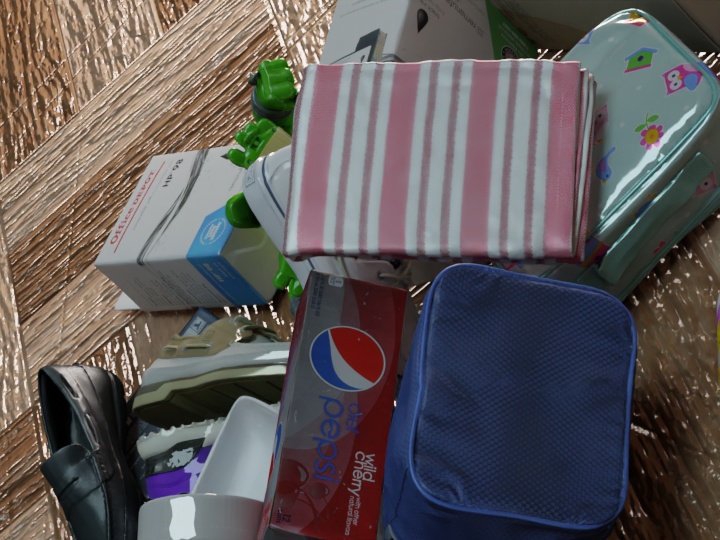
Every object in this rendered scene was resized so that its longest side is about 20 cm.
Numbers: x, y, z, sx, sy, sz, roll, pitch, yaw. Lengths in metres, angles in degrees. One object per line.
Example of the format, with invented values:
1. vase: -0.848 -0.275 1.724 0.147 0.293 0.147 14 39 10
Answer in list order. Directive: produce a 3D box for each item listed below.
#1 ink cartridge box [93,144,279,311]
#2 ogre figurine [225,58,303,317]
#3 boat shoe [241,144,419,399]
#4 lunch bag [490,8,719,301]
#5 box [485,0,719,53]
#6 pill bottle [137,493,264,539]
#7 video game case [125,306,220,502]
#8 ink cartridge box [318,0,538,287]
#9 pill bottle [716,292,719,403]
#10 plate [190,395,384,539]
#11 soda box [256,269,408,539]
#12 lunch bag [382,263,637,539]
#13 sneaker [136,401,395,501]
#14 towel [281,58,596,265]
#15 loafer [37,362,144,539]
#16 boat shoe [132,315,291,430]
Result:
1. ink cartridge box: -0.134 -0.033 1.809 0.200 0.067 0.116 -4 51 46
2. ogre figurine: -0.048 -0.048 1.659 0.098 0.200 0.120 -31 3 -2
3. boat shoe: 0.000 0.000 1.524 0.067 0.200 0.074 -30 16 32
4. lunch bag: 0.162 -0.063 1.503 0.200 0.077 0.160 -47 40 8
5. box: 0.186 -0.214 1.616 0.200 0.078 0.095 11 65 52
6. pill bottle: -0.098 0.248 1.409 0.109 0.109 0.201 -17 64 38
7. video game case: -0.116 0.118 1.697 0.143 0.019 0.200 -53 36 -3
8. ink cartridge box: 0.040 -0.111 1.625 0.084 0.146 0.201 -15 48 39
9. pill bottle: 0.250 0.090 1.240 0.104 0.104 0.201 -25 42 32
10. plate: -0.047 0.206 1.479 0.199 0.032 0.201 23 86 38
11. soda box: -0.018 0.100 1.424 0.063 0.070 0.201 111 170 -52
12. lunch bag: 0.086 0.101 1.366 0.133 0.135 0.201 106 176 -53
13. sneaker: -0.058 0.147 1.570 0.199 0.070 0.100 -14 73 23
14. towel: 0.051 -0.068 1.465 0.199 0.030 0.147 1 62 11
15. loafer: -0.208 0.157 1.694 0.068 0.070 0.201 -46 43 37
16. boat shoe: -0.090 0.067 1.635 0.200 0.075 0.069 -11 56 44
